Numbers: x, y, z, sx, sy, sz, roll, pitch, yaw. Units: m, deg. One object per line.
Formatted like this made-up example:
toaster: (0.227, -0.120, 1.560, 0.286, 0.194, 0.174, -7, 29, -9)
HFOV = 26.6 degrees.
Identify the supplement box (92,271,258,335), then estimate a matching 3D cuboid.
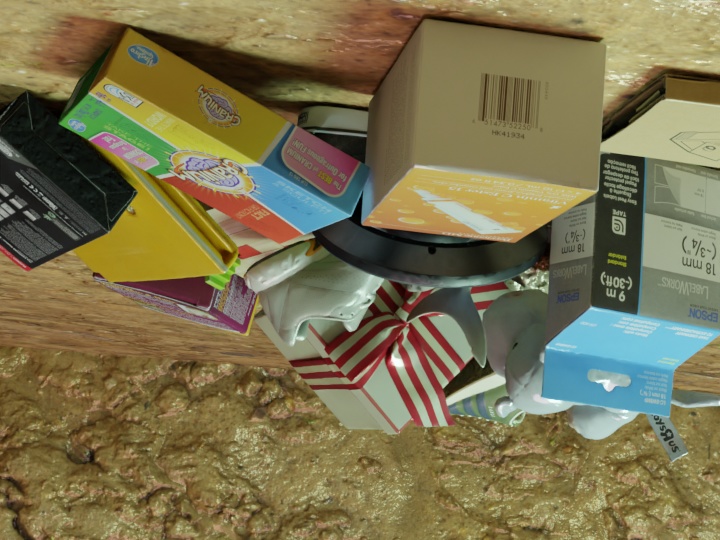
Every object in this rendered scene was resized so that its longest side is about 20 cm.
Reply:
supplement box: (-0.182, -0.007, 1.603, 0.129, 0.105, 0.200, 15, 173, 9)

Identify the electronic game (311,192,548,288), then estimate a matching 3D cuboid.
electronic game: (0.055, -0.040, 1.248, 0.197, 0.042, 0.201, 4, -151, -2)

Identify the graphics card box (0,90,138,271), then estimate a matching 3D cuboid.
graphics card box: (-0.283, -0.070, 1.291, 0.125, 0.051, 0.199, 43, 153, -17)

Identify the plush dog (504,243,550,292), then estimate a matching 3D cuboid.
plush dog: (0.167, 0.016, 1.563, 0.198, 0.162, 0.172, -4, 141, 40)

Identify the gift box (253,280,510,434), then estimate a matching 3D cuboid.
gift box: (0.033, 0.053, 1.509, 0.200, 0.185, 0.187, 44, 163, -9)

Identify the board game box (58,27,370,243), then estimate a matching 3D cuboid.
board game box: (-0.109, -0.092, 1.109, 0.198, 0.041, 0.153, 29, 163, -17)

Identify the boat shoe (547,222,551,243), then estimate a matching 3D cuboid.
boat shoe: (0.224, -0.027, 1.430, 0.198, 0.067, 0.072, 6, 171, -6)

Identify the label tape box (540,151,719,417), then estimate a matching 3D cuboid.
label tape box: (0.224, 0.010, 1.234, 0.143, 0.203, 0.063, 10, 168, -30)

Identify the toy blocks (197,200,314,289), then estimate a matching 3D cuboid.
toy blocks: (-0.092, -0.052, 1.417, 0.135, 0.101, 0.199, -15, 153, 28)

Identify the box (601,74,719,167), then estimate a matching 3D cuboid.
box: (0.284, -0.099, 1.099, 0.197, 0.022, 0.163, 6, 170, -8)

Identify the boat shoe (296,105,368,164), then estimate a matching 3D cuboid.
boat shoe: (0.046, -0.082, 1.187, 0.196, 0.069, 0.074, 7, 171, -10)

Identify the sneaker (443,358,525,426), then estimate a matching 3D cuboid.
sneaker: (0.128, 0.131, 1.554, 0.090, 0.068, 0.199, 40, 142, -19)

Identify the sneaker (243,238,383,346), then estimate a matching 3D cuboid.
sneaker: (0.000, 0.000, 1.362, 0.198, 0.093, 0.076, -25, 179, 12)

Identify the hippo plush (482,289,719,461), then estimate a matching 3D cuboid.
hippo plush: (0.183, 0.095, 1.363, 0.159, 0.201, 0.160, -3, 139, -29)

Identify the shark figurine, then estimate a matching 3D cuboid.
shark figurine: (0.104, 0.000, 1.312, 0.089, 0.129, 0.215, 36, -172, -10)

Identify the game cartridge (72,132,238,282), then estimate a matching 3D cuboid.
game cartridge: (-0.221, -0.060, 1.330, 0.199, 0.033, 0.177, -2, 136, 49)

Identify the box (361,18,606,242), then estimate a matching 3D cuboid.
box: (0.078, -0.089, 1.040, 0.123, 0.099, 0.200, 6, 171, -8)
